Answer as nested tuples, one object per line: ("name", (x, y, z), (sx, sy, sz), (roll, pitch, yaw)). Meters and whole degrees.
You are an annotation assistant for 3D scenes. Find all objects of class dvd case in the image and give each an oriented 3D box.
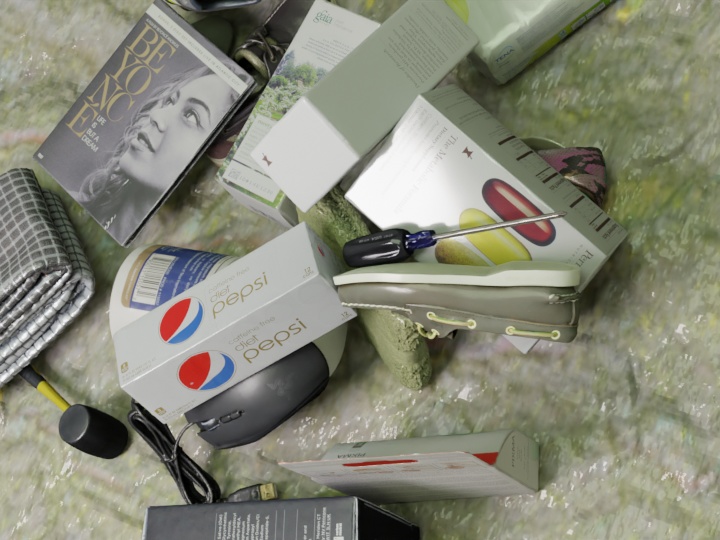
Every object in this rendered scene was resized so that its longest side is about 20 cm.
("dvd case", (-0.208, -0.143, 1.565), (0.149, 0.016, 0.200), (41, 94, 27))

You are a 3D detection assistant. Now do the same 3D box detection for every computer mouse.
("computer mouse", (-0.101, 0.145, 1.428), (0.199, 0.046, 0.141), (-24, 108, 22))

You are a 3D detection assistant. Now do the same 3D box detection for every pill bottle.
("pill bottle", (-0.117, 0.043, 1.480), (0.198, 0.111, 0.112), (9, 77, 24))

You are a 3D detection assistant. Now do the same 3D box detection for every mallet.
("mallet", (-0.304, 0.112, 1.565), (0.199, 0.066, 0.041), (35, 90, 29))

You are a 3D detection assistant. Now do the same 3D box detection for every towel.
("towel", (-0.364, 0.015, 1.593), (0.200, 0.086, 0.166), (-41, 45, 7))
("towel", (0.000, 0.000, 1.430), (0.036, 0.149, 0.201), (-29, 62, -11))

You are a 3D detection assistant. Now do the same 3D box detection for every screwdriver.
("screwdriver", (0.074, -0.030, 1.302), (0.198, 0.029, 0.028), (-12, 103, 25))

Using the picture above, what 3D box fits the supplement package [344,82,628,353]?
("supplement package", (0.107, -0.046, 1.364), (0.200, 0.109, 0.114), (40, 111, 7))

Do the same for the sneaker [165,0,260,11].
("sneaker", (-0.092, -0.288, 1.569), (0.198, 0.074, 0.081), (-22, 34, -9))

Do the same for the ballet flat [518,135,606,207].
("ballet flat", (0.122, -0.087, 1.453), (0.198, 0.069, 0.072), (2, 56, 21))

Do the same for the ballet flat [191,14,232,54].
("ballet flat", (-0.207, -0.182, 1.622), (0.200, 0.064, 0.067), (-45, 62, 4))

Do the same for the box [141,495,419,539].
("box", (-0.066, 0.255, 1.368), (0.198, 0.148, 0.106), (-5, 71, 21))

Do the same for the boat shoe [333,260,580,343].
("boat shoe", (0.074, 0.025, 1.293), (0.199, 0.072, 0.061), (0, 98, 17))

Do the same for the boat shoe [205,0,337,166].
("boat shoe", (-0.093, -0.193, 1.574), (0.072, 0.065, 0.201), (34, 89, 28))

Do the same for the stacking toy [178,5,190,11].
("stacking toy", (-0.109, -0.341, 1.626), (0.199, 0.085, 0.086), (-28, 64, 8))

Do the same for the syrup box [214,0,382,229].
("syrup box", (-0.044, -0.143, 1.528), (0.078, 0.081, 0.201), (26, 82, 27))

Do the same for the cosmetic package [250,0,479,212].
("cosmetic package", (0.006, -0.147, 1.387), (0.071, 0.101, 0.200), (46, 51, -3))

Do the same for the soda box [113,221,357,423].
("soda box", (-0.106, 0.045, 1.368), (0.199, 0.068, 0.064), (-30, 46, 13))

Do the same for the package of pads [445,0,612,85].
("package of pads", (0.127, -0.288, 1.509), (0.154, 0.068, 0.201), (-37, 62, 8))

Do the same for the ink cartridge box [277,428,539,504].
("ink cartridge box", (0.043, 0.149, 1.326), (0.159, 0.200, 0.051), (-7, 70, 21))
